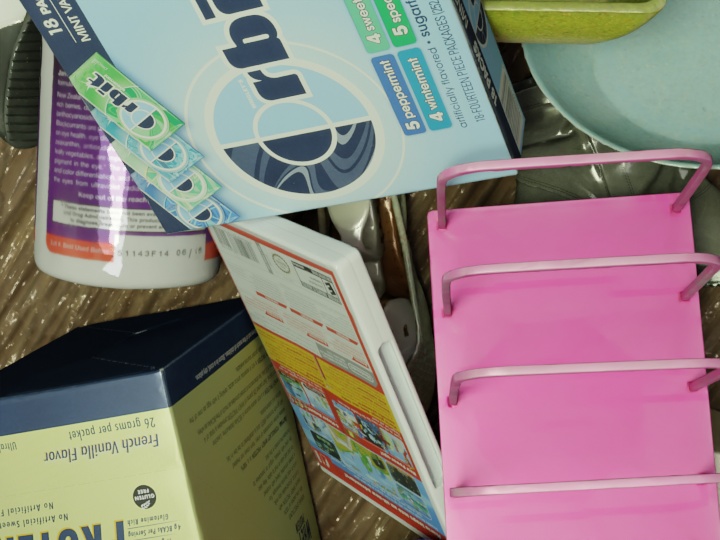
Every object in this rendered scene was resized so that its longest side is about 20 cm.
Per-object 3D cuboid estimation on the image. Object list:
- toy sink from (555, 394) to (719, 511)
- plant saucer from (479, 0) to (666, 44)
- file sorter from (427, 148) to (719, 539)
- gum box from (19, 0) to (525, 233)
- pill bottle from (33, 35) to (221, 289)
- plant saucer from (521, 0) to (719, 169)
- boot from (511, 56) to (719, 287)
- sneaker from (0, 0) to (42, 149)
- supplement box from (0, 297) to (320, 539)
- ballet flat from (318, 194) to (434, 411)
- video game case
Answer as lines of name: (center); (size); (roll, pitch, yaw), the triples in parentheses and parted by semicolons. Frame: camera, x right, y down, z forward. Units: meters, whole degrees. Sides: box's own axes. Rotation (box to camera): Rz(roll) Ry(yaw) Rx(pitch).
toy sink: (0.174, 0.145, 0.756); (0.198, 0.112, 0.132); (19, 101, 7)
plant saucer: (0.062, -0.185, 0.712); (0.197, 0.201, 0.048); (3, 141, 11)
file sorter: (0.104, 0.054, 0.639); (0.137, 0.125, 0.203); (-4, 79, 4)
gum box: (-0.041, -0.105, 0.639); (0.198, 0.045, 0.171); (-9, 133, 22)
pill bottle: (-0.129, -0.098, 0.777); (0.110, 0.111, 0.203); (7, 100, 10)
plant saucer: (0.185, -0.124, 0.710); (0.198, 0.039, 0.203); (-6, 57, 9)
boot: (0.173, -0.058, 0.749); (0.197, 0.068, 0.133); (-2, 95, 11)
sneaker: (-0.207, -0.177, 0.809); (0.088, 0.074, 0.203); (14, 103, 27)
supplement box: (-0.118, 0.139, 0.767); (0.133, 0.200, 0.202); (-10, 98, 13)
ballet flat: (0.000, 0.000, 0.785); (0.067, 0.062, 0.203); (-9, 97, 12)
video game case: (-0.013, 0.057, 0.739); (0.017, 0.142, 0.202); (-35, 122, -22)
